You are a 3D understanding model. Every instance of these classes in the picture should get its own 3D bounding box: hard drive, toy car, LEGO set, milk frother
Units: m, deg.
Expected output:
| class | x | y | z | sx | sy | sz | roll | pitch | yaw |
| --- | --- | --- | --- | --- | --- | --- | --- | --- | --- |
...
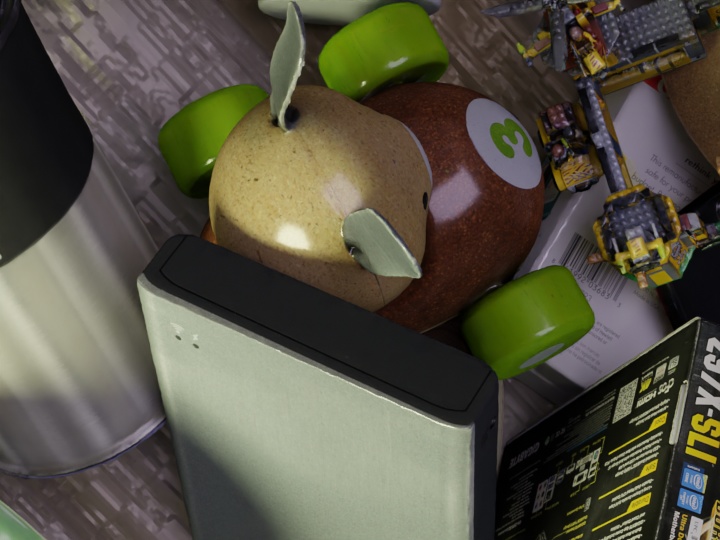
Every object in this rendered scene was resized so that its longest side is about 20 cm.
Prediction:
| class | x | y | z | sx | sy | sz | roll | pitch | yaw |
| --- | --- | --- | --- | --- | --- | --- | --- | --- | --- |
| hard drive | -0.012 | 0.080 | 0.774 | 0.139 | 0.200 | 0.033 | 23 | 57 | 19 |
| toy car | 0.002 | -0.033 | 0.769 | 0.157 | 0.200 | 0.165 | -27 | 78 | -4 |
| LEGO set | 0.157 | -0.083 | 0.803 | 0.199 | 0.116 | 0.154 | -13 | 75 | 17 |
| milk frother | -0.163 | -0.049 | 0.816 | 0.188 | 0.180 | 0.200 | 65 | 36 | -40 |

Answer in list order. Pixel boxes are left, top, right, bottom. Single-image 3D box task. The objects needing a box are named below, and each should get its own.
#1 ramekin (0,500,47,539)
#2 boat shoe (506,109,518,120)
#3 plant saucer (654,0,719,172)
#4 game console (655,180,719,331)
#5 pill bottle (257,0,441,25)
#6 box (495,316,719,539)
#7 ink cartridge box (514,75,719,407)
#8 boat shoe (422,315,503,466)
| class | x | y | z | sx | sy | sz | roll | pitch | yaw |
| --- | --- | --- | --- | --- | --- | --- | --- | --- | --- |
| ramekin | -0.159 | 0.161 | 0.768 | 0.200 | 0.200 | 0.098 | 48 | 67 | -9 |
| boat shoe | 0.000 | 0.000 | 0.894 | 0.072 | 0.061 | 0.201 | 42 | 76 | -11 |
| plant saucer | 0.236 | -0.107 | 0.901 | 0.200 | 0.035 | 0.201 | 5 | 67 | -11 |
| game console | 0.259 | 0.012 | 0.886 | 0.200 | 0.119 | 0.173 | -35 | 110 | -24 |
| pill bottle | -0.005 | -0.217 | 0.879 | 0.112 | 0.113 | 0.201 | 1 | 87 | -17 |
| box | 0.103 | 0.126 | 0.828 | 0.049 | 0.200 | 0.160 | 20 | 64 | -12 |
| ink cartridge box | 0.146 | -0.025 | 0.937 | 0.116 | 0.067 | 0.200 | 34 | 77 | -15 |
| boat shoe | 0.023 | 0.119 | 0.892 | 0.075 | 0.075 | 0.203 | 15 | 89 | 19 |
